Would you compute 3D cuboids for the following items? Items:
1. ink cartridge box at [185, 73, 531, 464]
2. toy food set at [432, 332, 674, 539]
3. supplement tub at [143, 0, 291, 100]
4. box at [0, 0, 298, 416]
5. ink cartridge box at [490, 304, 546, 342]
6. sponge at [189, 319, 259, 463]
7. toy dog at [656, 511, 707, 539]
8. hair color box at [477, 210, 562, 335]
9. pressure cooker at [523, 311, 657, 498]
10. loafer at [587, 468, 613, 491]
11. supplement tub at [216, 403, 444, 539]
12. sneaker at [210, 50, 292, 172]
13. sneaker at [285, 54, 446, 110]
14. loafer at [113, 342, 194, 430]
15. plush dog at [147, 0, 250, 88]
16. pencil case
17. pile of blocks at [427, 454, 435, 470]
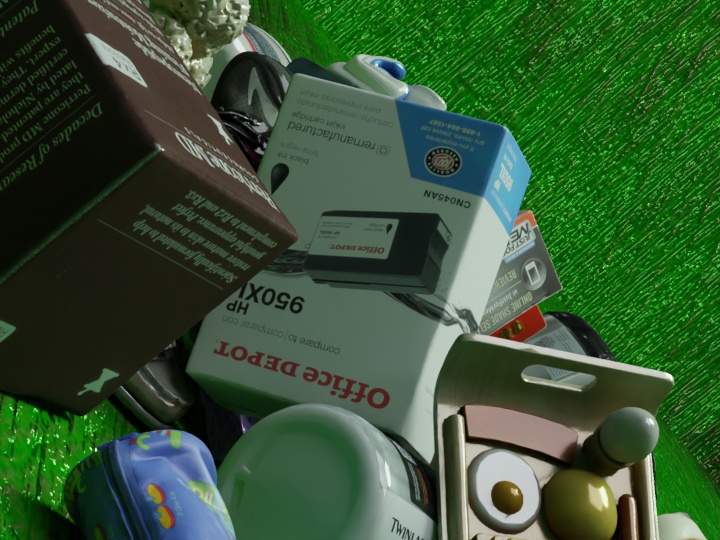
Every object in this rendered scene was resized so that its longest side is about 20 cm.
[{"bbox_3d":[0.000,0.000,1.450,0.145,0.200,0.084,15,-13,18],"label":"ink cartridge box"},{"bbox_3d":[0.119,0.140,1.347,0.143,0.060,0.200,12,58,-22],"label":"toy food set"},{"bbox_3d":[-0.124,-0.132,1.868,0.140,0.140,0.200,52,9,9],"label":"supplement tub"},{"bbox_3d":[-0.173,-0.061,1.280,0.200,0.164,0.166,56,10,26],"label":"box"},{"bbox_3d":[0.022,0.046,1.685,0.047,0.200,0.160,56,6,-22],"label":"ink cartridge box"},{"bbox_3d":[-0.078,0.038,1.567,0.112,0.030,0.200,30,45,-62],"label":"sponge"},{"bbox_3d":[0.149,0.227,1.527,0.140,0.200,0.194,49,20,-61],"label":"toy dog"},{"bbox_3d":[0.028,0.010,1.612,0.200,0.111,0.064,2,-61,56],"label":"hair color box"},{"bbox_3d":[0.090,0.135,1.728,0.176,0.200,0.179,-175,-116,-74],"label":"pressure cooker"},{"bbox_3d":[0.117,0.184,1.412,0.063,0.072,0.200,79,7,-60],"label":"loafer"},{"bbox_3d":[0.008,0.165,1.402,0.200,0.123,0.123,38,16,-51],"label":"supplement tub"},{"bbox_3d":[-0.084,-0.067,1.499,0.084,0.077,0.200,75,25,-48],"label":"sneaker"},{"bbox_3d":[-0.009,-0.067,1.572,0.081,0.146,0.200,50,17,-35],"label":"sneaker"},{"bbox_3d":[-0.156,0.002,1.433,0.200,0.063,0.072,53,10,11],"label":"loafer"},{"bbox_3d":[-0.181,-0.116,1.562,0.172,0.200,0.161,-8,95,-68],"label":"plush dog"},{"bbox_3d":[-0.085,0.154,1.134,0.200,0.078,0.087,-119,-171,-52],"label":"pencil case"},{"bbox_3d":[0.066,0.144,1.538,0.082,0.062,0.200,20,-11,22],"label":"pile of blocks"}]
